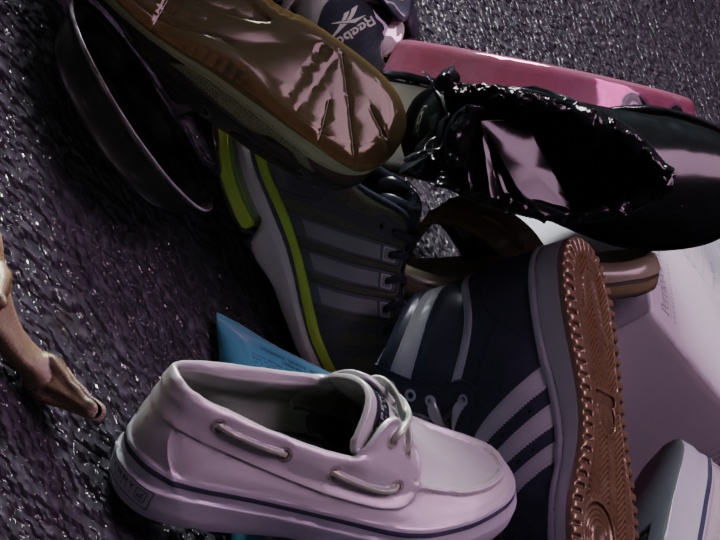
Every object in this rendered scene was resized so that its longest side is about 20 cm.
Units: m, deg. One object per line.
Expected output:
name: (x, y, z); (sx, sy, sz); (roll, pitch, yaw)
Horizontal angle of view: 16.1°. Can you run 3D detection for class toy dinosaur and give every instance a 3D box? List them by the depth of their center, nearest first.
toy dinosaur: (-0.161, -0.026, 0.991); (0.101, 0.058, 0.201); (-14, 84, -84)

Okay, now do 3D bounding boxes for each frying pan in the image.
frying pan: (-0.108, -0.088, 1.195); (0.115, 0.031, 0.190); (55, 8, -22)

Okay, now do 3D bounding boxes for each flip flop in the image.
flip flop: (0.072, -0.013, 1.360); (0.081, 0.199, 0.058); (-157, -111, -63)

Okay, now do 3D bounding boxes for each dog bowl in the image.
dog bowl: (0.093, -0.074, 1.383); (0.200, 0.200, 0.074); (6, 96, -65)

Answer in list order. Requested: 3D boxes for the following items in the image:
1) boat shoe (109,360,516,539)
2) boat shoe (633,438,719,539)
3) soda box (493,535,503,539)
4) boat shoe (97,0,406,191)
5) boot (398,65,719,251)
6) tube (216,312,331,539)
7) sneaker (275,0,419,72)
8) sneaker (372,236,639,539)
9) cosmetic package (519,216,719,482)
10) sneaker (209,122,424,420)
boat shoe: (-0.006, 0.077, 1.069); (0.200, 0.067, 0.074); (4, 36, -38)
boat shoe: (0.156, 0.175, 1.196); (0.086, 0.075, 0.202); (33, 40, -11)
soda box: (0.107, 0.175, 1.255); (0.063, 0.070, 0.200); (-16, 69, -35)
boat shoe: (-0.071, -0.105, 1.180); (0.201, 0.066, 0.072); (38, 54, -1)
boot: (0.112, -0.050, 1.204); (0.162, 0.198, 0.074); (-150, -108, -82)
tube: (-0.031, 0.098, 1.126); (0.077, 0.050, 0.200); (32, 31, -25)
sneaker: (-0.025, -0.169, 1.415); (0.199, 0.079, 0.130); (47, 15, -57)
sneaker: (0.066, 0.090, 1.190); (0.070, 0.108, 0.201); (33, 50, -54)
cosmetic package: (0.166, 0.043, 1.540); (0.200, 0.123, 0.200); (46, 26, -33)
sneaker: (0.000, 0.000, 1.249); (0.200, 0.081, 0.074); (62, 16, -18)
